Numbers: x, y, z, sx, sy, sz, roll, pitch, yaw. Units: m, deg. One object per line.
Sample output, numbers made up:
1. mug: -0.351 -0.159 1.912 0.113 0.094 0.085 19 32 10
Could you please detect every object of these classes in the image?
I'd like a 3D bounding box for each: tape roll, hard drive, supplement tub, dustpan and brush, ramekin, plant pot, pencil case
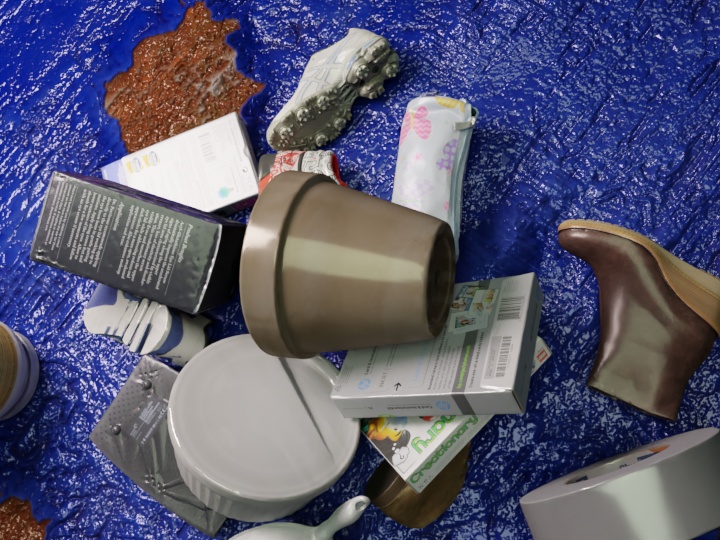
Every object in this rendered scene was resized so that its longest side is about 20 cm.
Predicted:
1. tape roll: 0.255 0.214 0.662 0.200 0.200 0.066 -24 74 5
2. hard drive: -0.211 0.205 0.839 0.200 0.042 0.135 32 86 15
3. supplement tub: -0.497 0.117 0.833 0.144 0.200 0.145 -3 77 11
4. dustpan and brush: -0.057 0.295 0.734 0.139 0.057 0.200 37 126 -15
5. ramekin: -0.107 0.174 0.758 0.202 0.094 0.203 12 45 -12
6. plant pot: 0.000 0.000 0.720 0.173 0.200 0.200 5 78 21
7. pencil case: 0.086 -0.103 0.828 0.091 0.083 0.200 5 79 27

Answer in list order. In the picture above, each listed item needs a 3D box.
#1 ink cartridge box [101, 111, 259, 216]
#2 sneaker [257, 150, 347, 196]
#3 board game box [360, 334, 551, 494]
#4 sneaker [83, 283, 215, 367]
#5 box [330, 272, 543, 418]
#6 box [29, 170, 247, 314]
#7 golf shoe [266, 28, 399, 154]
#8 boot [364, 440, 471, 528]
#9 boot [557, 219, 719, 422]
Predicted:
1. ink cartridge box: -0.231 -0.114 0.917 0.200 0.042 0.120 -20 75 4
2. sneaker: -0.067 -0.053 0.855 0.108 0.067 0.202 -5 76 10
3. board game box: 0.092 0.125 0.757 0.200 0.035 0.126 -45 35 -7
4. sneaker: -0.249 0.071 0.860 0.199 0.115 0.081 21 80 45
5. box: 0.081 0.080 0.737 0.200 0.041 0.156 -8 40 29
6. box: -0.245 -0.033 0.817 0.200 0.148 0.105 17 94 2
7. golf shoe: -0.047 -0.231 0.902 0.200 0.078 0.097 -39 53 -2
8. boot: 0.096 0.196 0.780 0.075 0.074 0.200 44 83 -13
9. boot: 0.281 0.049 0.760 0.200 0.072 0.167 27 82 12
